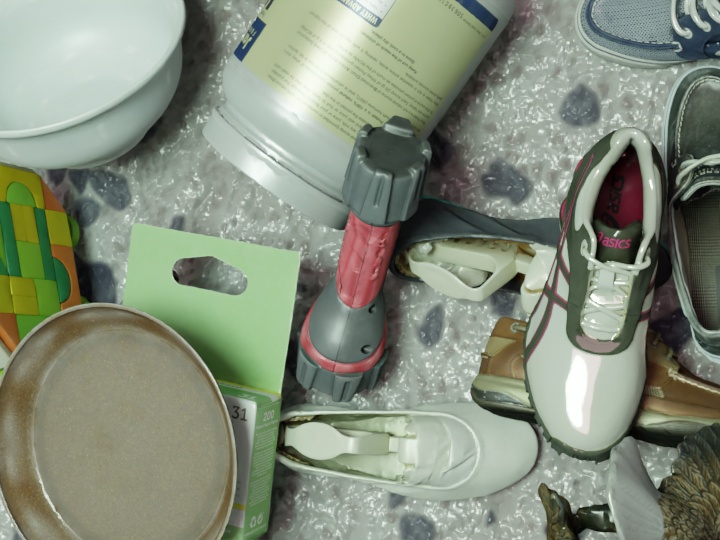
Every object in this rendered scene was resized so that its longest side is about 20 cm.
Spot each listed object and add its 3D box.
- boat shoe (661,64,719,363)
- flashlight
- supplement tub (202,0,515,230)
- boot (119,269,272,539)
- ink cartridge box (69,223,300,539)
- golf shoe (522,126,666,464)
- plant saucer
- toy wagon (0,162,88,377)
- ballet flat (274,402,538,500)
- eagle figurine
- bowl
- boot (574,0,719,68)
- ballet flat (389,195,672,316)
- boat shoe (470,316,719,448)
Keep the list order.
[{"bbox_3d":[0.227,-0.045,0.750,0.072,0.071,0.201,-10,70,20],"label":"boat shoe"},{"bbox_3d":[0.000,0.000,0.796,0.068,0.068,0.201,49,143,30],"label":"flashlight"},{"bbox_3d":[-0.004,-0.144,0.824,0.145,0.145,0.200,39,99,20],"label":"supplement tub"},{"bbox_3d":[-0.126,0.127,0.895,0.200,0.064,0.187,38,107,21],"label":"boot"},{"bbox_3d":[-0.124,0.077,0.840,0.145,0.048,0.201,10,98,22],"label":"ink cartridge box"},{"bbox_3d":[0.139,0.012,0.713,0.077,0.088,0.201,7,80,8],"label":"golf shoe"},{"bbox_3d":[-0.165,0.121,0.818,0.199,0.032,0.202,2,95,22],"label":"plant saucer"},{"bbox_3d":[-0.257,0.019,0.899,0.039,0.155,0.201,-16,80,20],"label":"toy wagon"},{"bbox_3d":[0.021,0.124,0.833,0.199,0.069,0.070,1,86,22],"label":"ballet flat"},{"bbox_3d":[0.202,0.164,0.684,0.198,0.151,0.153,4,99,3],"label":"eagle figurine"},{"bbox_3d":[-0.219,-0.143,0.922,0.200,0.091,0.202,-7,49,8],"label":"bowl"},{"bbox_3d":[0.229,-0.174,0.761,0.199,0.090,0.073,1,86,22],"label":"boot"},{"bbox_3d":[0.105,-0.001,0.806,0.199,0.073,0.074,12,90,26],"label":"ballet flat"},{"bbox_3d":[0.171,0.069,0.773,0.199,0.076,0.074,8,77,16],"label":"boat shoe"}]
